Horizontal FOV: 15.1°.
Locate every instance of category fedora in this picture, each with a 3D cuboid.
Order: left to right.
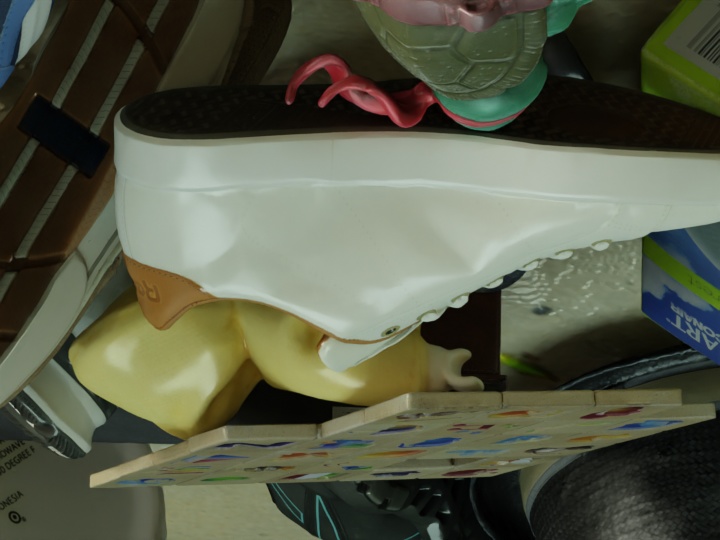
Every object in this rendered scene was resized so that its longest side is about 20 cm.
[{"bbox_3d":[0.146,0.110,1.127,0.201,0.092,0.201,-2,146,-1],"label":"fedora"}]

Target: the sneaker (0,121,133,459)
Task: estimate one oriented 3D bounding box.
[{"bbox_3d":[-0.131,-0.041,0.959,0.201,0.115,0.076,48,166,-11],"label":"sneaker"}]

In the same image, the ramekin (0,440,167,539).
[{"bbox_3d":[-0.167,0.096,1.080,0.202,0.202,0.094,23,134,-30],"label":"ramekin"}]

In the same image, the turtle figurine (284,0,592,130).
[{"bbox_3d":[0.036,-0.106,0.770,0.150,0.101,0.200,8,144,14],"label":"turtle figurine"}]

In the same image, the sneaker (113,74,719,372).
[{"bbox_3d":[0.024,-0.014,0.849,0.200,0.073,0.085,0,112,-2],"label":"sneaker"}]

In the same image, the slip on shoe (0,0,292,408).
[{"bbox_3d":[-0.094,-0.026,0.893,0.076,0.200,0.061,37,-171,31],"label":"slip on shoe"}]

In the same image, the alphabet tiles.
[{"bbox_3d":[0.017,0.059,0.942,0.167,0.008,0.200,1,168,-25],"label":"alphabet tiles"}]

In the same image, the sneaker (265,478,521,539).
[{"bbox_3d":[0.013,0.093,1.184,0.079,0.075,0.200,6,151,34],"label":"sneaker"}]

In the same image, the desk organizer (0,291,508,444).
[{"bbox_3d":[-0.044,0.019,1.032,0.200,0.077,0.072,2,155,2],"label":"desk organizer"}]

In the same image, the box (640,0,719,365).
[{"bbox_3d":[0.155,-0.006,0.936,0.122,0.048,0.200,35,160,23],"label":"box"}]

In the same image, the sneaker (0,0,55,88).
[{"bbox_3d":[-0.115,-0.125,0.804,0.074,0.082,0.200,36,137,11],"label":"sneaker"}]

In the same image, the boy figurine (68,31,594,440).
[{"bbox_3d":[0.000,0.000,0.909,0.200,0.124,0.064,-30,148,3],"label":"boy figurine"}]
